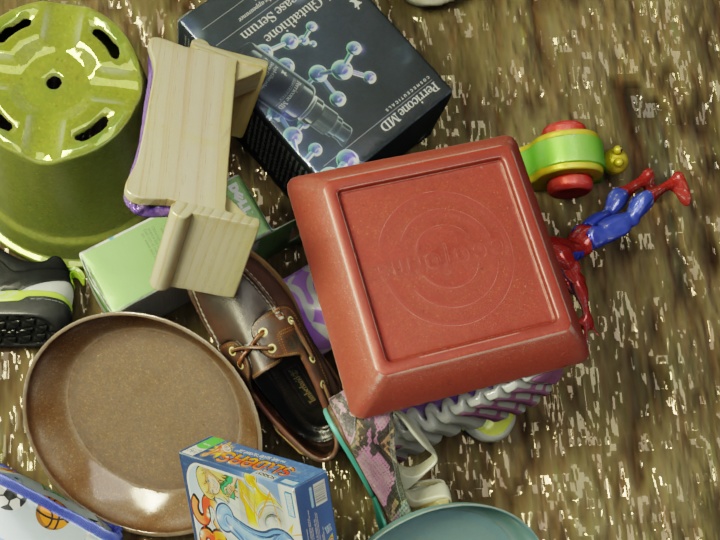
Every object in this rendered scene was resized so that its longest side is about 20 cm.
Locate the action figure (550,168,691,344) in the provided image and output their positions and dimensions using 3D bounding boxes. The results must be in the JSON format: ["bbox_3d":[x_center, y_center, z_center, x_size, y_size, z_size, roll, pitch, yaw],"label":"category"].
[{"bbox_3d":[0.217,-0.010,1.036,0.200,0.065,0.099,-27,110,-26],"label":"action figure"}]

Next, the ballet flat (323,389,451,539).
[{"bbox_3d":[0.032,0.170,0.914,0.071,0.069,0.200,-22,120,-3],"label":"ballet flat"}]

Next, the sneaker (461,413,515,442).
[{"bbox_3d":[0.099,0.049,1.001,0.075,0.076,0.201,-5,77,-11],"label":"sneaker"}]

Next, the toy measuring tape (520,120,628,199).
[{"bbox_3d":[0.154,-0.101,1.052,0.199,0.074,0.074,-2,76,-9],"label":"toy measuring tape"}]

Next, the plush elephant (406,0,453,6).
[{"bbox_3d":[0.092,-0.341,1.072,0.154,0.200,0.165,-8,62,13],"label":"plush elephant"}]

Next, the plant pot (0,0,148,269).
[{"bbox_3d":[-0.240,-0.121,0.940,0.200,0.184,0.201,2,74,-8],"label":"plant pot"}]

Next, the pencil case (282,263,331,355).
[{"bbox_3d":[0.000,0.000,0.967,0.200,0.084,0.086,-36,96,5],"label":"pencil case"}]

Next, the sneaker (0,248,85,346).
[{"bbox_3d":[-0.334,0.016,0.962,0.199,0.072,0.083,5,54,-8],"label":"sneaker"}]

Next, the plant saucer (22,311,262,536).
[{"bbox_3d":[-0.171,0.119,0.920,0.200,0.037,0.201,4,111,10],"label":"plant saucer"}]

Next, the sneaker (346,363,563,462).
[{"bbox_3d":[0.069,0.092,0.953,0.200,0.080,0.089,-25,64,22],"label":"sneaker"}]

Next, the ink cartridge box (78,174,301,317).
[{"bbox_3d":[-0.132,-0.022,0.971,0.200,0.104,0.059,-29,82,-14],"label":"ink cartridge box"}]

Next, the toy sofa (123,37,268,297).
[{"bbox_3d":[-0.129,-0.083,0.872,0.097,0.083,0.200,11,46,-15],"label":"toy sofa"}]

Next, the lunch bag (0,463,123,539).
[{"bbox_3d":[-0.307,0.227,0.872,0.200,0.124,0.170,28,75,-7],"label":"lunch bag"}]

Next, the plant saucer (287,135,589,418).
[{"bbox_3d":[0.063,-0.006,0.887,0.199,0.037,0.201,-12,74,-14],"label":"plant saucer"}]

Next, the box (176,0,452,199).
[{"bbox_3d":[-0.045,-0.170,1.022,0.148,0.107,0.200,-40,85,-16],"label":"box"}]

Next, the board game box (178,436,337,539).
[{"bbox_3d":[-0.068,0.234,0.860,0.034,0.135,0.201,-21,108,-42],"label":"board game box"}]

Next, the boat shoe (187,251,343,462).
[{"bbox_3d":[-0.071,0.064,0.905,0.070,0.070,0.200,-32,108,15],"label":"boat shoe"}]

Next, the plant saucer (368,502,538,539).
[{"bbox_3d":[0.056,0.266,0.913,0.200,0.027,0.201,-8,114,-19],"label":"plant saucer"}]
